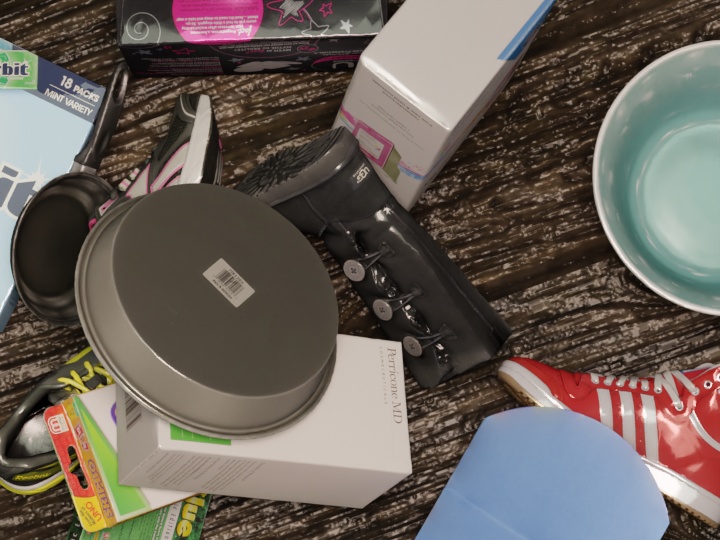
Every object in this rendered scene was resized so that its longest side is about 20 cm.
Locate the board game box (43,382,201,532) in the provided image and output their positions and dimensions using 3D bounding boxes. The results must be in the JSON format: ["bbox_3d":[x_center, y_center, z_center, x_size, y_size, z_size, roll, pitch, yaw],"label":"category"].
[{"bbox_3d":[-0.128,0.116,1.694,0.199,0.030,0.096,-18,83,-31],"label":"board game box"}]

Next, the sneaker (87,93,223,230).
[{"bbox_3d":[-0.156,-0.047,1.718,0.086,0.081,0.201,8,60,6],"label":"sneaker"}]

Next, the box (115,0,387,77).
[{"bbox_3d":[-0.080,-0.221,1.741,0.198,0.115,0.133,-2,82,-1],"label":"box"}]

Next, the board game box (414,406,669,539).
[{"bbox_3d":[0.129,0.199,1.682,0.157,0.039,0.201,30,92,22],"label":"board game box"}]

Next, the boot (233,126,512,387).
[{"bbox_3d":[0.000,0.000,1.727,0.200,0.164,0.066,49,60,-16],"label":"boot"}]

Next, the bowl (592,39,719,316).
[{"bbox_3d":[0.266,-0.061,1.721,0.199,0.105,0.203,0,84,0],"label":"bowl"}]

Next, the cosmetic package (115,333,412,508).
[{"bbox_3d":[-0.070,0.101,1.665,0.198,0.085,0.109,6,64,-26],"label":"cosmetic package"}]

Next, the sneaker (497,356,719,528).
[{"bbox_3d":[0.206,0.091,1.719,0.199,0.071,0.113,32,88,-3],"label":"sneaker"}]

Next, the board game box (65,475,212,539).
[{"bbox_3d":[-0.175,0.229,1.703,0.104,0.023,0.202,21,81,-34],"label":"board game box"}]

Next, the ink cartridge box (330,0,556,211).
[{"bbox_3d":[0.055,-0.141,1.675,0.084,0.200,0.145,38,72,2],"label":"ink cartridge box"}]

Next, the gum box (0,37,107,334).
[{"bbox_3d":[-0.304,-0.080,1.760,0.169,0.045,0.201,25,85,4],"label":"gum box"}]

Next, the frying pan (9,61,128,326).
[{"bbox_3d":[-0.218,-0.054,1.720,0.031,0.114,0.192,11,108,41],"label":"frying pan"}]

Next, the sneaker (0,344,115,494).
[{"bbox_3d":[-0.192,0.092,1.717,0.200,0.085,0.074,-45,85,-4],"label":"sneaker"}]

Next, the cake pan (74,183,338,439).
[{"bbox_3d":[-0.099,0.021,1.614,0.199,0.037,0.202,16,51,-21],"label":"cake pan"}]
